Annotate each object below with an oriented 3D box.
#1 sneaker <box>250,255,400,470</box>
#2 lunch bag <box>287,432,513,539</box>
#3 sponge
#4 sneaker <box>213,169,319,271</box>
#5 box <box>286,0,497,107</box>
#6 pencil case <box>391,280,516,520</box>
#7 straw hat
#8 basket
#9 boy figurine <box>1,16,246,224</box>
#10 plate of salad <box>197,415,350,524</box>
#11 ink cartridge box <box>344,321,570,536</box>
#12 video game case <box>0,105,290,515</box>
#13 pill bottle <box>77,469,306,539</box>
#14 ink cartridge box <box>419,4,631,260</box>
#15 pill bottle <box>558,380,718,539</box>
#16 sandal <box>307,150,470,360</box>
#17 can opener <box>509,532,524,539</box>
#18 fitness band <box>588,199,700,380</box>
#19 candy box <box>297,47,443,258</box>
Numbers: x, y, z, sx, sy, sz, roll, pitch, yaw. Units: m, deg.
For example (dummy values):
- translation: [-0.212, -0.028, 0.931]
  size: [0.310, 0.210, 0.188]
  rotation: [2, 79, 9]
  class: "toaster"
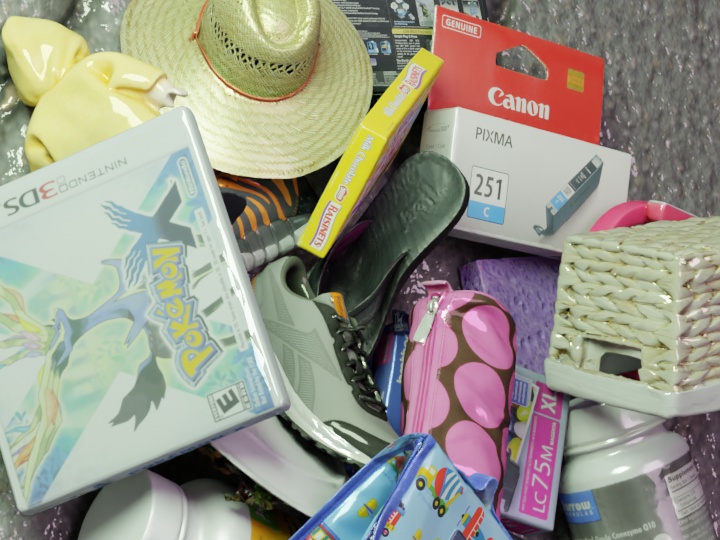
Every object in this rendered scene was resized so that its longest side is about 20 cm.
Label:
- translation: [-0.022, 0.066, 1.284]
  size: [0.200, 0.079, 0.074]
  rotation: [48, 9, 33]
  class: "sneaker"
- translation: [0.021, 0.207, 1.195]
  size: [0.200, 0.094, 0.151]
  rotation: [-50, 124, -17]
  class: "lunch bag"
- translation: [0.166, 0.043, 1.574]
  size: [0.199, 0.030, 0.113]
  rotation: [-4, 80, -42]
  class: "sponge"
- translation: [-0.110, -0.046, 1.326]
  size: [0.199, 0.077, 0.113]
  rotation: [-26, 92, -54]
  class: "sneaker"
- translation: [0.018, -0.210, 1.498]
  size: [0.199, 0.049, 0.163]
  rotation: [-6, 85, -43]
  class: "box"
- translation: [0.060, 0.108, 1.333]
  size: [0.094, 0.090, 0.201]
  rotation: [66, 23, -46]
  class: "pencil case"
- translation: [-0.067, -0.169, 1.324]
  size: [0.199, 0.085, 0.203]
  rotation: [9, 54, -12]
  class: "straw hat"
- translation: [0.254, 0.030, 1.469]
  size: [0.199, 0.135, 0.125]
  rotation: [-7, 102, -41]
  class: "basket"
- translation: [-0.169, -0.086, 1.241]
  size: [0.200, 0.125, 0.064]
  rotation: [44, 15, 19]
  class: "boy figurine"
- translation: [-0.078, 0.108, 1.255]
  size: [0.200, 0.200, 0.048]
  rotation: [37, 100, -29]
  class: "plate of salad"
- translation: [0.065, 0.116, 1.436]
  size: [0.198, 0.042, 0.121]
  rotation: [20, 67, -24]
  class: "ink cartridge box"
- translation: [-0.156, 0.024, 1.173]
  size: [0.022, 0.181, 0.202]
  rotation: [32, 36, -72]
  class: "video game case"
- translation: [-0.083, 0.203, 1.244]
  size: [0.199, 0.111, 0.112]
  rotation: [31, 59, -32]
  class: "pill bottle"
- translation: [0.135, -0.105, 1.521]
  size: [0.199, 0.045, 0.178]
  rotation: [10, 83, -39]
  class: "ink cartridge box"
- translation: [0.221, 0.196, 1.523]
  size: [0.113, 0.113, 0.202]
  rotation: [-19, 91, -43]
  class: "pill bottle"
- translation: [0.000, -0.001, 1.360]
  size: [0.201, 0.075, 0.048]
  rotation: [-56, 158, 1]
  class: "sandal"
- translation: [0.072, 0.205, 1.409]
  size: [0.199, 0.078, 0.064]
  rotation: [16, 106, -48]
  class: "can opener"
- translation: [0.244, 0.021, 1.573]
  size: [0.199, 0.037, 0.145]
  rotation: [21, 86, -44]
  class: "fitness band"
- translation: [0.010, -0.088, 1.372]
  size: [0.026, 0.103, 0.200]
  rotation: [27, 26, 3]
  class: "candy box"
